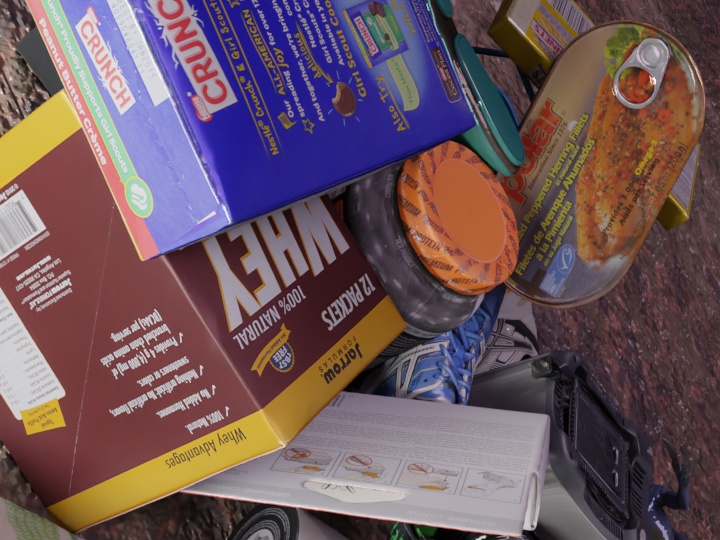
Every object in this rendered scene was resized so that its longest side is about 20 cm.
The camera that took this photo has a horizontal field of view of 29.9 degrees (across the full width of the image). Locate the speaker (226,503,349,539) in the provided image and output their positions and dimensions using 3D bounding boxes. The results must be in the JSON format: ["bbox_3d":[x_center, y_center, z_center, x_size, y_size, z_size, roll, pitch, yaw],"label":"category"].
[{"bbox_3d":[0.003,0.227,0.860,0.200,0.081,0.082,40,44,-28],"label":"speaker"}]

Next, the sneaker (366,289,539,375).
[{"bbox_3d":[0.081,0.067,1.046,0.199,0.075,0.089,-15,87,-47],"label":"sneaker"}]

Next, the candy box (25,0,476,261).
[{"bbox_3d":[-0.052,-0.116,0.669,0.199,0.077,0.171,-25,92,-48],"label":"candy box"}]

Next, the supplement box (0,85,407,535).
[{"bbox_3d":[-0.121,0.008,0.747,0.202,0.196,0.133,58,39,-6],"label":"supplement box"}]

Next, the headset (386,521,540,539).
[{"bbox_3d":[0.112,0.203,0.904,0.198,0.095,0.124,26,14,-28],"label":"headset"}]

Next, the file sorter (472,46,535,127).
[{"bbox_3d":[0.097,-0.094,1.057,0.138,0.199,0.124,-4,69,-49],"label":"file sorter"}]

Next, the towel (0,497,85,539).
[{"bbox_3d":[-0.145,0.182,0.696,0.199,0.031,0.149,36,4,-32],"label":"towel"}]

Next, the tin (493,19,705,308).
[{"bbox_3d":[0.153,-0.072,0.915,0.111,0.042,0.202,29,90,-8],"label":"tin"}]

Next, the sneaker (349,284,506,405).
[{"bbox_3d":[0.057,0.066,0.940,0.075,0.077,0.202,32,83,-31],"label":"sneaker"}]

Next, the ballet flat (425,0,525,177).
[{"bbox_3d":[0.038,-0.145,0.873,0.202,0.070,0.067,65,20,-8],"label":"ballet flat"}]

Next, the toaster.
[{"bbox_3d":[0.125,0.142,0.991,0.200,0.128,0.115,46,39,-39],"label":"toaster"}]

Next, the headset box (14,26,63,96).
[{"bbox_3d":[-0.107,-0.185,0.892,0.093,0.173,0.200,53,39,-12],"label":"headset box"}]

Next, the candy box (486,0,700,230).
[{"bbox_3d":[0.176,-0.129,0.987,0.200,0.026,0.103,45,40,-14],"label":"candy box"}]

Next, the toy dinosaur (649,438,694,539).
[{"bbox_3d":[0.233,0.224,1.161,0.201,0.103,0.183,76,2,-52],"label":"toy dinosaur"}]

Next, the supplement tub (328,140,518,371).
[{"bbox_3d":[0.000,0.000,0.889,0.122,0.199,0.124,26,51,-38],"label":"supplement tub"}]

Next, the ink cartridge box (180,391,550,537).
[{"bbox_3d":[0.009,0.124,0.804,0.174,0.197,0.044,-54,147,-69],"label":"ink cartridge box"}]
